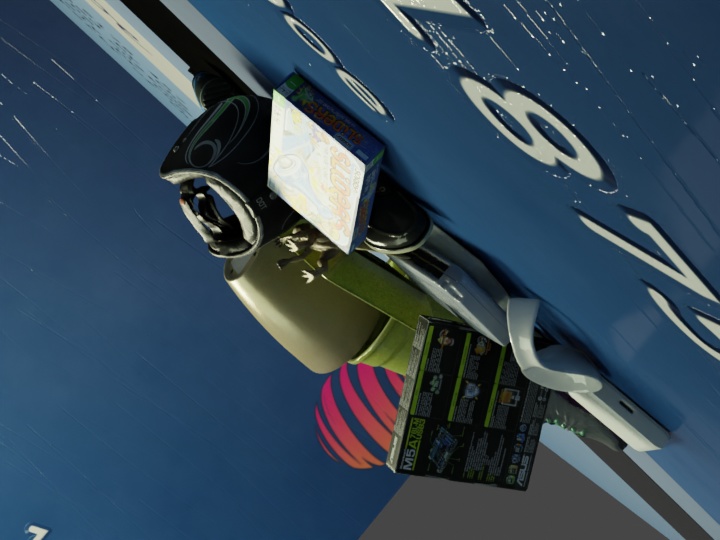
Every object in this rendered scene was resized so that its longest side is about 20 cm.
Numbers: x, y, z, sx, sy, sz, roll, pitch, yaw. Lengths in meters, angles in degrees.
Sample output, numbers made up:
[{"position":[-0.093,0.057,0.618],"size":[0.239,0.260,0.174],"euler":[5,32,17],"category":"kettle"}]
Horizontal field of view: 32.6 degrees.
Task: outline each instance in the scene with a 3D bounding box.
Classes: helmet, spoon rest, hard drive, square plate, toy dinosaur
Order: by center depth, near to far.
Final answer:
[{"position":[0.222,0.105,1.458],"size":[0.098,0.061,0.200],"euler":[1,151,33],"category":"spoon rest"},{"position":[-0.041,-0.035,1.517],"size":[0.199,0.101,0.059],"euler":[13,128,44],"category":"toy dinosaur"},{"position":[0.111,-0.013,1.582],"size":[0.200,0.029,0.198],"euler":[38,176,35],"category":"square plate"},{"position":[-0.145,-0.131,1.585],"size":[0.198,0.191,0.201],"euler":[21,141,18],"category":"helmet"},{"position":[0.337,0.187,1.623],"size":[0.132,0.027,0.200],"euler":[40,176,10],"category":"hard drive"}]

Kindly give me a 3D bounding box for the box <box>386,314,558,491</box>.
[{"position":[0.146,0.173,1.582],"size":[0.191,0.203,0.047],"euler":[10,-174,-15],"category":"box"}]

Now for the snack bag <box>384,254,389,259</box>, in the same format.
[{"position":[0.067,-0.024,2.011],"size":[0.188,0.021,0.200],"euler":[41,176,10],"category":"snack bag"}]

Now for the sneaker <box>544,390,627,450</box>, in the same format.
[{"position":[0.288,0.207,1.773],"size":[0.200,0.088,0.074],"euler":[41,177,8],"category":"sneaker"}]

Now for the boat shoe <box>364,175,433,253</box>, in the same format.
[{"position":[0.010,-0.079,1.477],"size":[0.201,0.074,0.063],"euler":[34,170,49],"category":"boat shoe"}]

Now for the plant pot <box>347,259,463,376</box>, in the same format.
[{"position":[0.104,0.092,1.844],"size":[0.183,0.202,0.200],"euler":[30,179,-13],"category":"plant pot"}]

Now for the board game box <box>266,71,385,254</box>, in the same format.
[{"position":[-0.042,-0.115,1.379],"size":[0.135,0.034,0.201],"euler":[40,155,14],"category":"board game box"}]

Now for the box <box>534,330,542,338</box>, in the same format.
[{"position":[0.179,0.167,1.659],"size":[0.082,0.200,0.068],"euler":[41,176,-12],"category":"box"}]

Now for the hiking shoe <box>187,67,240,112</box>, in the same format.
[{"position":[-0.188,-0.232,1.887],"size":[0.087,0.074,0.201],"euler":[48,173,48],"category":"hiking shoe"}]

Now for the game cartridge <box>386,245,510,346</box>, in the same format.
[{"position":[0.110,0.021,1.516],"size":[0.133,0.041,0.200],"euler":[47,174,-32],"category":"game cartridge"}]

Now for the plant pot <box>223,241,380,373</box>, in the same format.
[{"position":[-0.096,0.023,1.805],"size":[0.199,0.188,0.187],"euler":[33,-179,-30],"category":"plant pot"}]

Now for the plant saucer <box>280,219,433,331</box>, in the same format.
[{"position":[0.000,0.000,1.649],"size":[0.199,0.048,0.200],"euler":[31,-176,-31],"category":"plant saucer"}]
